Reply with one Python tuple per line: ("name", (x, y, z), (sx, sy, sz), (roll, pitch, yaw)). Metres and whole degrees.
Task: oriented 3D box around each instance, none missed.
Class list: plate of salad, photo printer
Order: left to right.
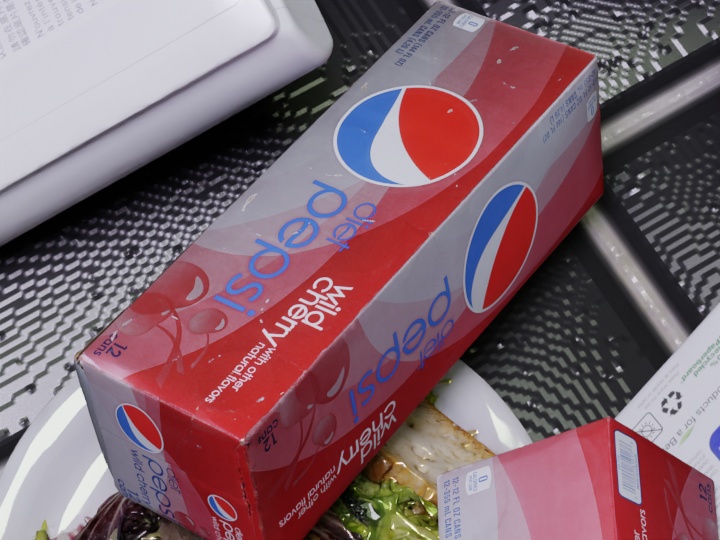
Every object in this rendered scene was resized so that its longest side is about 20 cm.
("photo printer", (-0.128, -0.099, 0.855), (0.199, 0.069, 0.167), (-29, 80, 15))
("plate of salad", (-0.030, 0.097, 0.811), (0.198, 0.048, 0.202), (-1, 66, 1))

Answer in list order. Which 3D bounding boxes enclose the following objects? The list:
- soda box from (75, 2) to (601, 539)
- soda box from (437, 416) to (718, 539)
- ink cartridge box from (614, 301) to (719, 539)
("soda box", (0.000, 0.000, 0.808), (0.070, 0.064, 0.200), (23, 53, 29))
("soda box", (0.068, 0.150, 0.721), (0.070, 0.063, 0.201), (-22, 54, 32))
("ink cartridge box", (0.142, 0.098, 0.749), (0.095, 0.037, 0.200), (-49, 40, 12))
